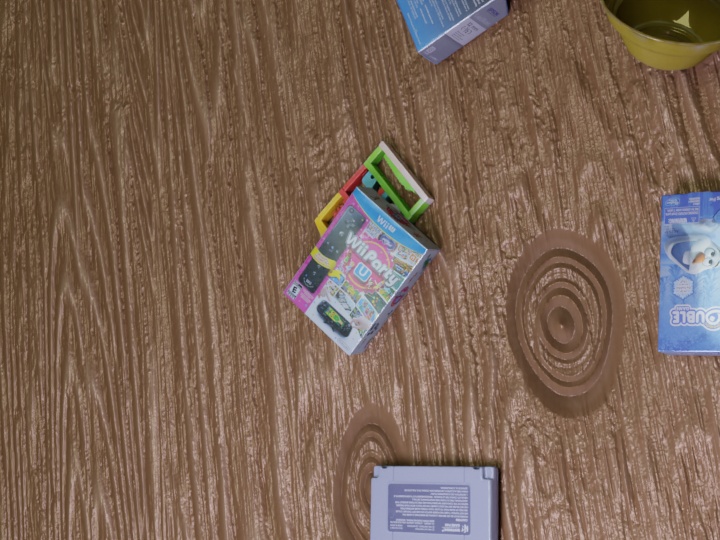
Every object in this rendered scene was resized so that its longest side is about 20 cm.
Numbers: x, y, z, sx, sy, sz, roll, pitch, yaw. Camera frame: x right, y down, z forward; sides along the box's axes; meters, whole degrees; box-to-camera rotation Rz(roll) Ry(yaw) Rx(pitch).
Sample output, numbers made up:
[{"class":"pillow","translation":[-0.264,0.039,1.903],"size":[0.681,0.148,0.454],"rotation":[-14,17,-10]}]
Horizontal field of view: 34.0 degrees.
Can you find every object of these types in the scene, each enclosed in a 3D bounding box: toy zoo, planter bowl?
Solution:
[{"class":"toy zoo","translation":[0.009,-0.080,1.795],"size":[0.200,0.020,0.132],"rotation":[-47,58,19]},{"class":"planter bowl","translation":[0.396,-0.315,1.502],"size":[0.200,0.199,0.084],"rotation":[44,150,33]}]

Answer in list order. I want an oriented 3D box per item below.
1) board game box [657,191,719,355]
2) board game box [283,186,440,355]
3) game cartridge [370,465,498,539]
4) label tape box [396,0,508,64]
[{"class":"board game box","translation":[0.465,0.003,1.438],"size":[0.198,0.043,0.202],"rotation":[-3,80,35]},{"class":"board game box","translation":[0.000,0.000,1.739],"size":[0.147,0.064,0.201],"rotation":[41,106,17]},{"class":"game cartridge","translation":[0.102,0.339,1.636],"size":[0.198,0.041,0.135],"rotation":[-6,74,35]},{"class":"label tape box","translation":[0.153,-0.422,1.736],"size":[0.199,0.066,0.145],"rotation":[-31,65,24]}]
